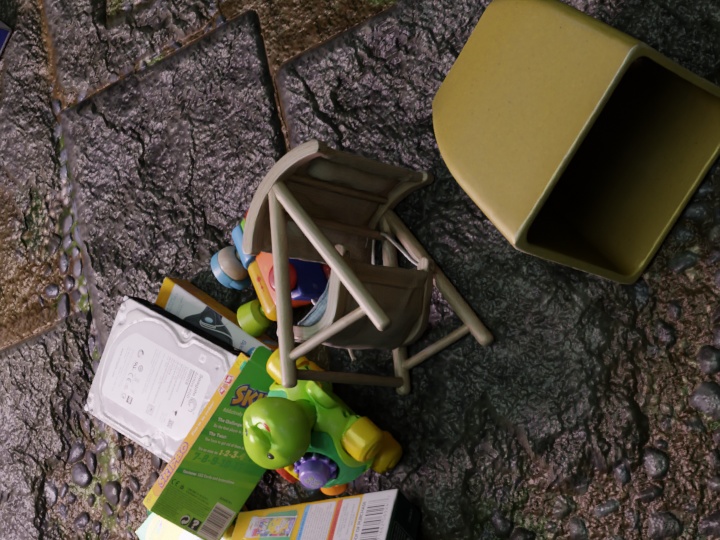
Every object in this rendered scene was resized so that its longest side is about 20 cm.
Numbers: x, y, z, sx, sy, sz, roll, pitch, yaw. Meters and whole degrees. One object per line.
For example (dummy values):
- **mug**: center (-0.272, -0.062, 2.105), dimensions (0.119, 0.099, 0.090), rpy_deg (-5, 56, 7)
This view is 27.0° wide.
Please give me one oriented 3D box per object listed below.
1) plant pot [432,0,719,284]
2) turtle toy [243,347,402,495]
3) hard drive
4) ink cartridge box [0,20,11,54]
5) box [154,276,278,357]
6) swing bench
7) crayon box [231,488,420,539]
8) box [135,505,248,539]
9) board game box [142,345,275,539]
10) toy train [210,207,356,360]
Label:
- **plant pot**: center (0.178, -0.135, 1.329), dimensions (0.200, 0.195, 0.195), rpy_deg (43, 109, 39)
- **turtle toy**: center (-0.052, 0.155, 1.453), dimensions (0.146, 0.200, 0.101), rpy_deg (42, 89, 22)
- **hard drive**: center (-0.204, 0.126, 1.614), dimensions (0.199, 0.038, 0.141), rpy_deg (25, 97, 35)
- **ink cartridge box**: center (-0.564, -0.276, 1.976), dimensions (0.200, 0.040, 0.201), rpy_deg (37, 106, 34)
- **box**: center (-0.161, 0.104, 1.635), dimensions (0.199, 0.041, 0.120), rpy_deg (32, 103, 32)
- **swing bench**: center (0.000, 0.000, 1.430), dimensions (0.129, 0.198, 0.202), rpy_deg (-32, 66, 28)
- **crayon box**: center (-0.045, 0.292, 1.478), dimensions (0.198, 0.052, 0.127), rpy_deg (-13, 44, 32)
- **box**: center (-0.162, 0.298, 1.606), dimensions (0.118, 0.048, 0.200), rpy_deg (-50, 58, 19)
- **board game box**: center (-0.131, 0.178, 1.540), dimensions (0.201, 0.095, 0.030), rpy_deg (-55, 35, -2)
- **toy train**: center (-0.083, 0.033, 1.561), dimensions (0.116, 0.084, 0.201), rpy_deg (-38, 64, 32)
